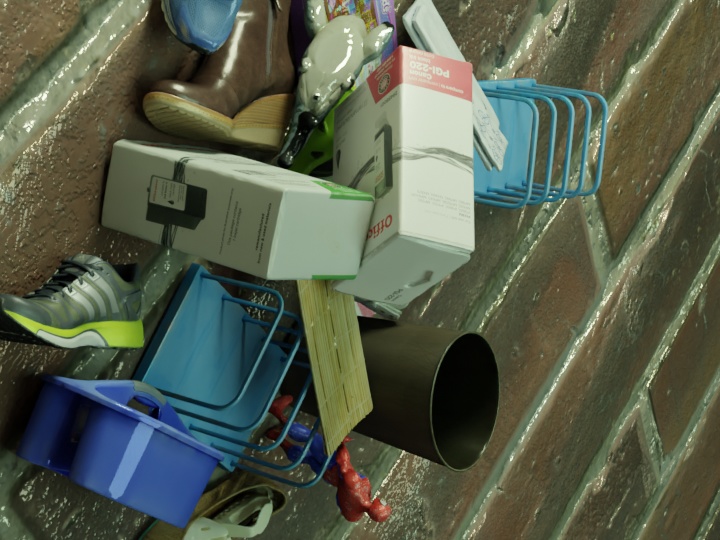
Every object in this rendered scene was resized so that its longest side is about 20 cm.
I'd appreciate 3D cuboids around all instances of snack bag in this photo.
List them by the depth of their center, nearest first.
[{"bbox_3d":[0.106,-0.208,1.813,0.189,0.021,0.200,58,15,-12],"label":"snack bag"}]

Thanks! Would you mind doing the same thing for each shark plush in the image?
[{"bbox_3d":[-0.026,-0.174,1.636,0.083,0.090,0.201,106,-5,-58],"label":"shark plush"}]

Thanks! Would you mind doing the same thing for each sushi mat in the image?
[{"bbox_3d":[-0.026,0.073,1.645,0.096,0.012,0.201,-41,129,-49],"label":"sushi mat"}]

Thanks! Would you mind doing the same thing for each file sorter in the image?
[{"bbox_3d":[-0.105,0.111,1.659,0.139,0.122,0.200,-64,146,-19],"label":"file sorter"},{"bbox_3d":[0.199,-0.153,2.027,0.200,0.122,0.140,-12,110,-55],"label":"file sorter"}]

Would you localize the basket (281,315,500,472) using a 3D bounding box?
[{"bbox_3d":[0.027,0.116,1.789,0.136,0.199,0.181,-62,148,-24],"label":"basket"}]

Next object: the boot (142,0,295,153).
[{"bbox_3d":[-0.131,-0.206,1.578,0.200,0.072,0.167,10,80,-57],"label":"boot"}]

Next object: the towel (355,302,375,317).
[{"bbox_3d":[0.033,-0.043,1.907,0.200,0.030,0.147,-45,136,-40],"label":"towel"}]

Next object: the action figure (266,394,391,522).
[{"bbox_3d":[-0.030,0.199,1.730,0.051,0.200,0.066,-15,125,-28],"label":"action figure"}]

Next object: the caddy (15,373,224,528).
[{"bbox_3d":[-0.208,0.150,1.494,0.200,0.141,0.105,38,72,-56],"label":"caddy"}]

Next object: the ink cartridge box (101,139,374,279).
[{"bbox_3d":[-0.112,-0.055,1.516,0.146,0.199,0.084,0,105,-57],"label":"ink cartridge box"}]

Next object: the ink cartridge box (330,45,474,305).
[{"bbox_3d":[0.038,-0.086,1.582,0.084,0.146,0.201,11,64,-25],"label":"ink cartridge box"}]

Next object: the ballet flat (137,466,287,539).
[{"bbox_3d":[-0.143,0.259,1.698,0.200,0.072,0.068,-25,122,-51],"label":"ballet flat"}]

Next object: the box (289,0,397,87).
[{"bbox_3d":[-0.015,-0.241,1.750,0.137,0.039,0.201,-37,131,-45],"label":"box"}]

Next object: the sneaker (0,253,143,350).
[{"bbox_3d":[-0.256,0.025,1.452,0.200,0.074,0.081,6,90,-65],"label":"sneaker"}]

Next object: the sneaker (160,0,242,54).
[{"bbox_3d":[-0.120,-0.292,1.503,0.078,0.089,0.201,18,81,-27],"label":"sneaker"}]

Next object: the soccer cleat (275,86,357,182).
[{"bbox_3d":[-0.053,-0.097,1.712,0.201,0.067,0.081,-59,162,-1],"label":"soccer cleat"}]

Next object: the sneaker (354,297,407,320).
[{"bbox_3d":[0.000,0.000,1.724,0.200,0.115,0.074,31,77,-80],"label":"sneaker"}]
